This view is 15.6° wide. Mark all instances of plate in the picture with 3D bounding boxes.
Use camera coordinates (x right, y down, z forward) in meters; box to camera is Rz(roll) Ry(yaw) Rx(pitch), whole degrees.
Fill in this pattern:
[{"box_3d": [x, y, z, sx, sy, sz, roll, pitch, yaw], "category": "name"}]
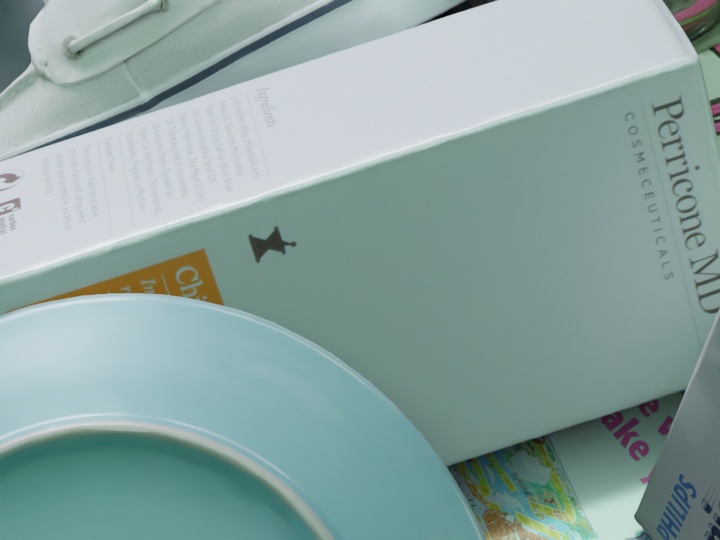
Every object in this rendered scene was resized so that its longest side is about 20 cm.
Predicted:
[{"box_3d": [-0.061, 0.105, 0.650, 0.199, 0.026, 0.201, 0, 86, 3], "category": "plate"}]

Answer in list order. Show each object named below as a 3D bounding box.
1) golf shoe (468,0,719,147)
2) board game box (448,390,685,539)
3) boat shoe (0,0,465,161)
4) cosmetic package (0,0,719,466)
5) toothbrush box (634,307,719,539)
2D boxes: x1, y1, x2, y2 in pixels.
[{"box_3d": [0.133, -0.064, 0.790, 0.199, 0.092, 0.073, 0, 40, 9], "category": "golf shoe"}, {"box_3d": [0.061, 0.095, 0.760, 0.134, 0.034, 0.200, -37, 70, -7], "category": "board game box"}, {"box_3d": [-0.061, -0.072, 0.781, 0.200, 0.071, 0.070, -24, 96, 29], "category": "boat shoe"}, {"box_3d": [0.000, 0.000, 0.721, 0.199, 0.102, 0.071, -19, 30, 0], "category": "cosmetic package"}, {"box_3d": [0.182, 0.014, 0.696, 0.200, 0.146, 0.086, -31, 68, -21], "category": "toothbrush box"}]
